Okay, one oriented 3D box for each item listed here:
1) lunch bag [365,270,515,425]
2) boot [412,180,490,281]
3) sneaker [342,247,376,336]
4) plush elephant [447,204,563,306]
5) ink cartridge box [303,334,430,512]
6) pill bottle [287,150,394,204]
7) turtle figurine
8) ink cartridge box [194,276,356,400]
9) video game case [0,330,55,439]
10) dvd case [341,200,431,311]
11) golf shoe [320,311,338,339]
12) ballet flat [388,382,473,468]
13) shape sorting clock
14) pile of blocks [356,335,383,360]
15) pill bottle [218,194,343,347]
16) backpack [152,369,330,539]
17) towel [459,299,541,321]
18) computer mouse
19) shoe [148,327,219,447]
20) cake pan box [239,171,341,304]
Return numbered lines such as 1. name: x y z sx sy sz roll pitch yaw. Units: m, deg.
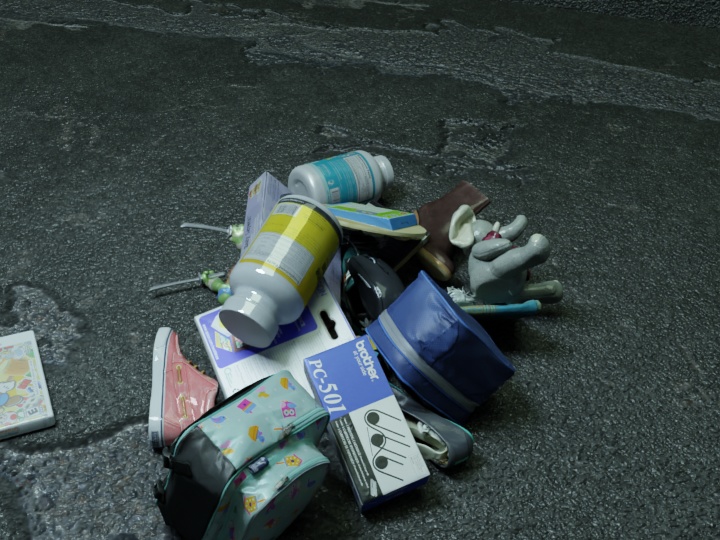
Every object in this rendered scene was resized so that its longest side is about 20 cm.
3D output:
1. lunch bag: 0.107 0.117 1.154 0.132 0.200 0.136 -43 39 7
2. boot: 0.162 -0.079 1.486 0.166 0.073 0.200 -37 33 0
3. sneaker: 0.006 0.022 1.331 0.070 0.080 0.202 -13 48 1
4. plush elephant: 0.226 -0.027 1.385 0.197 0.165 0.157 -18 50 22
5. ink cartridge box: 0.004 0.191 1.067 0.093 0.044 0.202 -20 64 -13
6. pill bottle: -0.033 -0.167 1.620 0.198 0.112 0.111 -19 39 -31
7. turtle figurine: -0.211 -0.031 1.375 0.197 0.146 0.194 19 32 17
8. ink cartridge box: -0.108 0.112 1.168 0.198 0.044 0.199 -22 57 -11
9. video game case: -0.530 0.166 1.158 0.179 0.023 0.200 -13 37 -23
10. dvd case: 0.003 -0.028 1.441 0.200 0.016 0.148 -43 51 -20
11. golf shoe: -0.118 0.092 1.275 0.197 0.092 0.074 -5 65 17
12. ballet flat: 0.055 0.203 1.120 0.198 0.074 0.073 26 39 26
13. shape sorting clock: 0.012 -0.080 1.378 0.197 0.040 0.200 8 10 -1
14. pile of blocks: -0.031 0.142 1.215 0.197 0.063 0.083 -11 48 -7
15. pill bottle: -0.111 0.002 1.153 0.111 0.113 0.201 17 57 20
16. backpack: -0.121 0.222 0.981 0.152 0.177 0.200 35 43 14
17. towel: 0.164 0.065 1.298 0.196 0.022 0.147 -1 -8 -7
18. computer mouse: 0.000 0.000 1.251 0.139 0.046 0.202 10 40 -31
19. shoe: -0.241 0.157 1.161 0.089 0.072 0.201 -1 39 -9
20. cake pan box: -0.106 -0.032 1.341 0.183 0.052 0.202 35 36 -33
